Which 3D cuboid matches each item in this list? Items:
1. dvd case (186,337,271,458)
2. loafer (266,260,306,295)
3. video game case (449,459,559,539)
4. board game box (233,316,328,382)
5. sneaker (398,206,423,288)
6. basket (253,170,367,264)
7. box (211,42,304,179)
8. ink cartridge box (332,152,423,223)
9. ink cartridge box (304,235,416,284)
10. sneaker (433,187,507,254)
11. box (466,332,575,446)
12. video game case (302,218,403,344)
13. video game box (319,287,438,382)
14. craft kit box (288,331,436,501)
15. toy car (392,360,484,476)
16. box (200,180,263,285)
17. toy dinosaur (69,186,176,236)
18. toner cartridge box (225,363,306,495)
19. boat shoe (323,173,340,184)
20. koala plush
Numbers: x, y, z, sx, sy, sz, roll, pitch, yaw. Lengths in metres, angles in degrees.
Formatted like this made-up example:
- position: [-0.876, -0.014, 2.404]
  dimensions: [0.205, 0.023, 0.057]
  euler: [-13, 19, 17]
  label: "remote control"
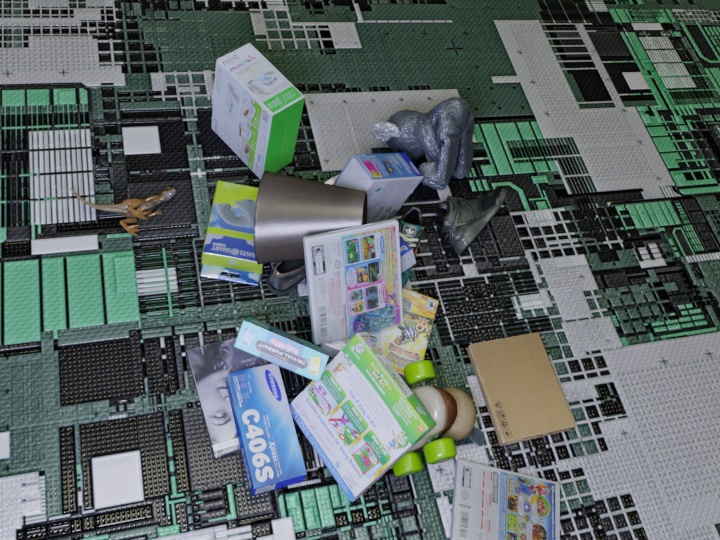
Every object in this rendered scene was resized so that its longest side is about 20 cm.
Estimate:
- position: [-0.213, 0.215, 1.338]
  dimensions: [0.145, 0.016, 0.203]
  euler: [-12, 63, -21]
  label: "dvd case"
- position: [-0.105, -0.031, 1.486]
  dimensions: [0.071, 0.063, 0.200]
  euler: [38, 58, 10]
  label: "loafer"
- position: [0.257, 0.425, 1.328]
  dimensions: [0.195, 0.018, 0.146]
  euler: [14, 57, -5]
  label: "video game case"
- position: [-0.136, 0.131, 1.287]
  dimensions: [0.148, 0.200, 0.048]
  euler: [23, 86, -5]
  label: "board game box"
- position: [0.084, -0.051, 1.513]
  dimensions: [0.070, 0.081, 0.202]
  euler: [19, 44, -3]
  label: "sneaker"
- position: [-0.088, -0.093, 1.409]
  dimensions: [0.194, 0.137, 0.185]
  euler: [4, 67, 5]
  label: "basket"
- position: [-0.218, -0.323, 1.553]
  dimensions: [0.096, 0.201, 0.176]
  euler: [-35, 71, -30]
  label: "box"
- position: [0.036, -0.166, 1.537]
  dimensions: [0.198, 0.137, 0.077]
  euler: [-9, 57, -47]
  label: "ink cartridge box"
- position: [0.000, 0.000, 1.436]
  dimensions: [0.198, 0.045, 0.094]
  euler: [-34, 51, -10]
  label: "ink cartridge box"
- position: [0.234, -0.136, 1.628]
  dimensions: [0.114, 0.076, 0.199]
  euler: [42, 64, 6]
  label: "sneaker"
- position: [0.310, 0.225, 1.460]
  dimensions: [0.159, 0.021, 0.204]
  euler: [-7, 61, -18]
  label: "box"
- position: [-0.010, 0.021, 1.365]
  dimensions: [0.178, 0.205, 0.024]
  euler: [-12, 22, -19]
  label: "video game case"
- position: [0.037, 0.106, 1.450]
  dimensions: [0.196, 0.047, 0.185]
  euler: [20, 59, -1]
  label: "video game box"
- position: [-0.003, 0.246, 1.279]
  dimensions: [0.201, 0.198, 0.048]
  euler: [51, 23, 18]
  label: "craft kit box"
- position: [0.144, 0.263, 1.354]
  dimensions: [0.197, 0.157, 0.168]
  euler: [7, 60, -43]
  label: "toy car"
- position: [-0.243, -0.076, 1.489]
  dimensions: [0.119, 0.048, 0.204]
  euler: [9, 57, -8]
  label: "box"
- position: [-0.454, -0.119, 1.467]
  dimensions: [0.196, 0.062, 0.107]
  euler: [-8, 37, -25]
  label: "toy dinosaur"
- position: [-0.163, 0.266, 1.285]
  dimensions: [0.093, 0.043, 0.204]
  euler: [-9, 64, -21]
  label: "toner cartridge box"
- position: [-0.082, -0.134, 1.560]
  dimensions: [0.199, 0.070, 0.071]
  euler: [-39, 98, -33]
  label: "boat shoe"
- position: [0.136, -0.298, 1.654]
  dimensions: [0.196, 0.188, 0.176]
  euler: [17, 25, 28]
  label: "koala plush"
